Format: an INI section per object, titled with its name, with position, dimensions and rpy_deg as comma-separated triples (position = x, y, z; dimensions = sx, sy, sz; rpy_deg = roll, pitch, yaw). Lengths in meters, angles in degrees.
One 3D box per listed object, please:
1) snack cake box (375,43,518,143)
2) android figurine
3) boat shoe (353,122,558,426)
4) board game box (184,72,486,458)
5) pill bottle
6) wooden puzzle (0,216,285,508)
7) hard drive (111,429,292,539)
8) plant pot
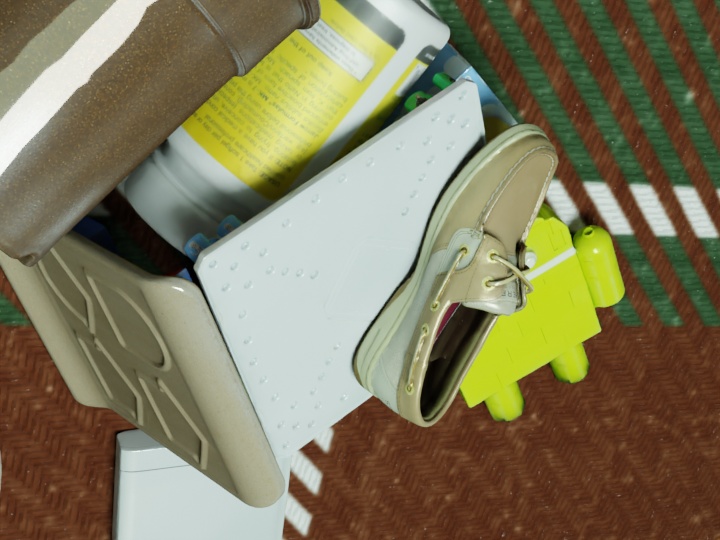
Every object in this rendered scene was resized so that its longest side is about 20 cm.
[snack cake box]
position = 0.016, -0.048, 0.915
dimensions = 0.200, 0.067, 0.115
rpy_deg = -43, 130, 6
[android figurine]
position = 0.111, 0.027, 1.021
dimensions = 0.181, 0.041, 0.201
rpy_deg = -28, 131, -5
[boat shoe]
position = 0.072, 0.007, 0.843
dimensions = 0.074, 0.066, 0.201
rpy_deg = 8, 117, -47
[board game box]
position = 0.000, 0.000, 0.844
dimensions = 0.199, 0.026, 0.201
rpy_deg = -35, 140, -16
[pill bottle]
position = -0.048, -0.101, 0.824
dimensions = 0.114, 0.114, 0.200
rpy_deg = 31, 104, -35
[wooden puzzle]
position = -0.135, 0.042, 0.844
dimensions = 0.046, 0.199, 0.186
rpy_deg = -43, 133, -28
[hard drive]
position = -0.124, 0.204, 1.039
dimensions = 0.131, 0.027, 0.202
rpy_deg = -5, 122, -21
[plant pot]
position = -0.157, -0.124, 0.681
dimensions = 0.198, 0.200, 0.200
rpy_deg = -48, 128, -6
